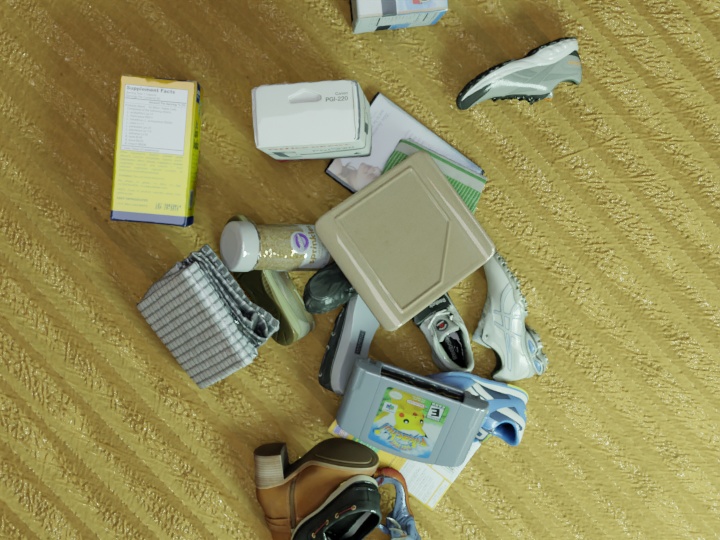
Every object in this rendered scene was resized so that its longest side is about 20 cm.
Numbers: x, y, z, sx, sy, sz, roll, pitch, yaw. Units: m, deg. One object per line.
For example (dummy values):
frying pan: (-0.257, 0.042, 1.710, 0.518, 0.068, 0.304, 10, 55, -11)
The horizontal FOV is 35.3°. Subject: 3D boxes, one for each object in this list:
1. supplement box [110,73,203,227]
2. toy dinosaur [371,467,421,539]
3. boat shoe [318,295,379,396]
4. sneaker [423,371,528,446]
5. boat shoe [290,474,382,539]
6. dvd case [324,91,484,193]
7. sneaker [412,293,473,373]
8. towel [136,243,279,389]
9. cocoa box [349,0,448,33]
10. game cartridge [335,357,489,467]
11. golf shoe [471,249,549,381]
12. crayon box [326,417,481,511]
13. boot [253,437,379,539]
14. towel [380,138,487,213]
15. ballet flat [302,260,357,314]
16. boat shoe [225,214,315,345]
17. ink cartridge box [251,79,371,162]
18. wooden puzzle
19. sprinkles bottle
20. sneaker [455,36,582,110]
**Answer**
supplement box: (-0.287, -0.168, 1.603, 0.107, 0.110, 0.204, 5, 94, -4)
toy dinosaur: (0.053, 0.382, 1.661, 0.104, 0.199, 0.185, 4, 84, 32)
boat shoe: (-0.013, 0.082, 1.654, 0.068, 0.056, 0.203, 30, 74, -43)
sneaker: (0.158, 0.200, 1.633, 0.197, 0.074, 0.084, 13, 61, -19)
boat shoe: (-0.040, 0.375, 1.603, 0.073, 0.064, 0.202, 23, 123, -27)
dvd case: (0.065, -0.146, 1.668, 0.199, 0.018, 0.144, 35, 90, -5)
sneaker: (0.112, 0.064, 1.646, 0.074, 0.088, 0.202, -33, 94, -8)
towel: (-0.215, 0.064, 1.582, 0.085, 0.199, 0.167, -38, 94, -35)
cocoa box: (0.045, -0.449, 1.591, 0.129, 0.133, 0.204, -6, 94, -4)
game cartridge: (0.069, 0.206, 1.598, 0.197, 0.041, 0.135, 18, 129, -1)
golf shoe: (0.203, 0.069, 1.663, 0.096, 0.078, 0.203, -20, 93, 4)
crayon box: (0.063, 0.242, 1.674, 0.199, 0.052, 0.126, 37, 91, -5)
boot: (-0.057, 0.328, 1.643, 0.197, 0.074, 0.157, -2, 110, 22)
towel: (0.084, -0.079, 1.618, 0.151, 0.023, 0.202, 26, 70, -5)
ballet flat: (0.000, 0.000, 1.613, 0.198, 0.057, 0.067, -25, 74, -24)
boat shoe: (-0.132, 0.008, 1.649, 0.063, 0.073, 0.203, -29, 91, -44)
ink cartridge box: (-0.062, -0.203, 1.556, 0.143, 0.200, 0.086, -3, 88, 5)
wooden puzzle: (0.062, -0.042, 1.575, 0.199, 0.037, 0.186, -35, 84, -15)
sprinkles bottle: (-0.099, -0.033, 1.595, 0.197, 0.068, 0.070, 0, 94, -36)
sneaker: (0.233, -0.272, 1.644, 0.197, 0.074, 0.080, -22, 99, -2)
